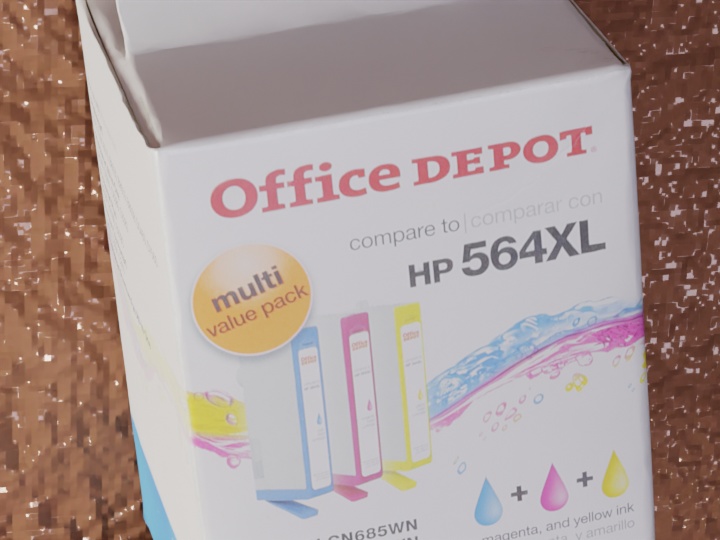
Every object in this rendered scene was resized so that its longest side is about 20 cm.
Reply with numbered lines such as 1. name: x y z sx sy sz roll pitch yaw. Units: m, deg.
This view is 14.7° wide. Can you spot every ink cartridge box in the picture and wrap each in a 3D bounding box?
1. ink cartridge box: 0.000 0.000 0.766 0.128 0.125 0.201 -11 117 -10
